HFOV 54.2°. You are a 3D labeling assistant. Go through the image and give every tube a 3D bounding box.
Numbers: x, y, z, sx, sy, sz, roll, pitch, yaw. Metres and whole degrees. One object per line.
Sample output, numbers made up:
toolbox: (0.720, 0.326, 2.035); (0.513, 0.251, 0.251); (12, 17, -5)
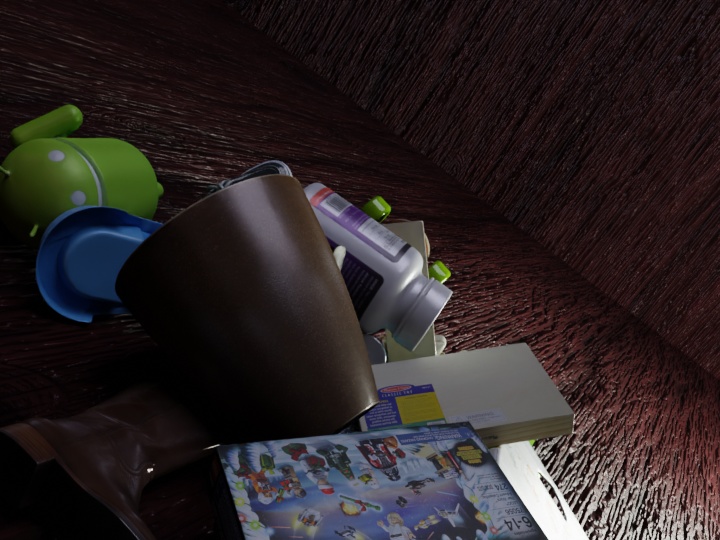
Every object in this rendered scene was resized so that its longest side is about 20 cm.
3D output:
tube: (0.003, 0.104, 0.860); (0.077, 0.050, 0.200); (40, -4, 3)

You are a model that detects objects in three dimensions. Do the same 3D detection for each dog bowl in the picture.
dog bowl: (-0.219, -0.002, 0.695); (0.199, 0.112, 0.049); (16, 8, -39)

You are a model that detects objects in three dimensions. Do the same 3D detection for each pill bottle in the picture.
pill bottle: (0.000, 0.000, 0.795); (0.199, 0.112, 0.111); (36, 18, 7)

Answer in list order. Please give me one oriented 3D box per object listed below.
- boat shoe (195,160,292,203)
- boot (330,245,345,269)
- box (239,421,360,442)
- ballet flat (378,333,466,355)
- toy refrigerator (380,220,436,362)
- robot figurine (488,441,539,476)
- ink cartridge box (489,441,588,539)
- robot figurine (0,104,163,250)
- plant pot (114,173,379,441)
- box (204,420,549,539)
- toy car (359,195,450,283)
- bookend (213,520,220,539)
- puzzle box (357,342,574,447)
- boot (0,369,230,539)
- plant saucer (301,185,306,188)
boat shoe: (-0.159, -0.069, 0.822); (0.074, 0.199, 0.068); (47, -16, 16)
boot: (-0.095, 0.013, 0.755); (0.199, 0.139, 0.077); (21, 17, 32)
box: (-0.010, 0.181, 0.692); (0.200, 0.046, 0.159); (42, 20, 22)
ballet flat: (0.121, 0.132, 1.013); (0.199, 0.064, 0.076); (32, 19, -4)
toy refrigerator: (0.057, 0.039, 0.919); (0.069, 0.202, 0.076); (-5, 3, 3)
robot figurine: (0.135, 0.177, 0.809); (0.176, 0.116, 0.200); (47, 20, 20)
ink cartridge box: (0.163, 0.254, 0.666); (0.201, 0.043, 0.174); (58, 21, -7)
robot figurine: (-0.296, -0.081, 0.746); (0.176, 0.115, 0.200); (59, 20, 0)
plant pot: (-0.076, 0.055, 0.605); (0.201, 0.187, 0.187); (55, 23, 11)
box: (0.017, 0.163, 0.439); (0.199, 0.040, 0.137); (1, 36, -30)
toy car: (0.008, 0.010, 1.020); (0.164, 0.158, 0.200); (47, 32, 5)
bookend: (0.021, 0.217, 0.487); (0.199, 0.093, 0.199); (1, 34, -28)
puzzle box: (0.092, 0.128, 0.700); (0.198, 0.026, 0.133); (-8, 26, -4)
boot: (-0.143, 0.153, 0.522); (0.186, 0.064, 0.200); (41, 15, 15)
plant saucer: (-0.092, -0.024, 0.868); (0.200, 0.200, 0.032); (36, -22, 7)
